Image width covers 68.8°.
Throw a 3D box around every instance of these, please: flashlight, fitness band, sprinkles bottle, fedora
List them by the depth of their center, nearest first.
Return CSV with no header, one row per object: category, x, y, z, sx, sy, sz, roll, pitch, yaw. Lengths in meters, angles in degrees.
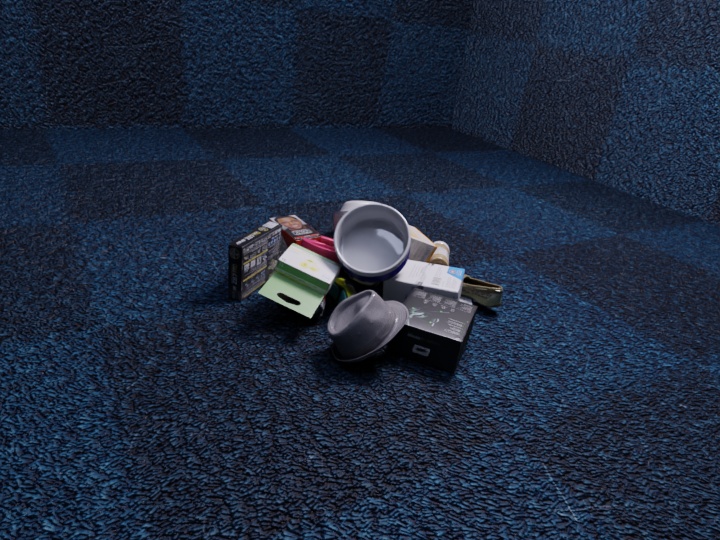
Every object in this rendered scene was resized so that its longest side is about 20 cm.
fedora,0.001,0.112,1.197,0.200,0.090,0.177,-39,28,-4
flashlight,-0.118,0.039,1.390,0.068,0.068,0.200,-14,37,14
fitness band,-0.072,-0.053,1.491,0.200,0.037,0.144,16,15,-5
sprinkles bottle,0.248,-0.038,1.668,0.068,0.068,0.200,10,19,6

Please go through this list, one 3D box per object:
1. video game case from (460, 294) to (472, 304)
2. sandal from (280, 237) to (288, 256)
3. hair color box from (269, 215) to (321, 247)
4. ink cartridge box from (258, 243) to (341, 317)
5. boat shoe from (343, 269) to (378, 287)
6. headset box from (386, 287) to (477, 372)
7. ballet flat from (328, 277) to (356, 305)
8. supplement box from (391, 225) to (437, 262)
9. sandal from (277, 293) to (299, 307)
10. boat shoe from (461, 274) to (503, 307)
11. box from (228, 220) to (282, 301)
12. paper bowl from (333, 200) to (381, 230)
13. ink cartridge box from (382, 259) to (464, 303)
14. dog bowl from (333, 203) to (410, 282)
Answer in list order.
video game case,0.228,0.074,1.517,0.182,0.023,0.200,9,27,4
sandal,-0.258,-0.056,1.639,0.075,0.048,0.200,-12,44,-36
hair color box,-0.218,-0.119,1.748,0.101,0.061,0.200,-12,31,-33
ink cartridge box,-0.146,0.019,1.308,0.145,0.048,0.200,25,31,3
boat shoe,0.000,0.000,1.555,0.072,0.061,0.201,-41,42,-7
headset box,0.175,0.143,1.280,0.174,0.093,0.200,16,27,16
ballet flat,-0.037,0.071,1.408,0.067,0.067,0.200,4,24,-24
supplement box,0.113,-0.093,1.548,0.200,0.074,0.126,16,23,-41
sandal,-0.182,0.045,1.430,0.080,0.054,0.200,6,26,-3
boat shoe,0.317,0.039,1.511,0.200,0.063,0.073,24,32,31
box,-0.285,-0.030,1.436,0.049,0.161,0.200,15,28,18
paper bowl,0.009,-0.180,1.801,0.200,0.104,0.201,4,1,0
ink cartridge box,0.174,0.042,1.441,0.200,0.086,0.146,9,27,15
dog bowl,0.032,-0.072,1.380,0.200,0.079,0.200,-1,70,4
